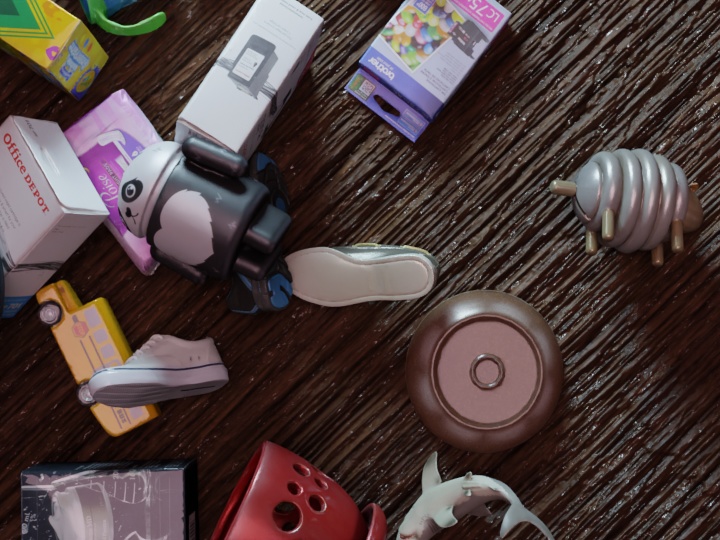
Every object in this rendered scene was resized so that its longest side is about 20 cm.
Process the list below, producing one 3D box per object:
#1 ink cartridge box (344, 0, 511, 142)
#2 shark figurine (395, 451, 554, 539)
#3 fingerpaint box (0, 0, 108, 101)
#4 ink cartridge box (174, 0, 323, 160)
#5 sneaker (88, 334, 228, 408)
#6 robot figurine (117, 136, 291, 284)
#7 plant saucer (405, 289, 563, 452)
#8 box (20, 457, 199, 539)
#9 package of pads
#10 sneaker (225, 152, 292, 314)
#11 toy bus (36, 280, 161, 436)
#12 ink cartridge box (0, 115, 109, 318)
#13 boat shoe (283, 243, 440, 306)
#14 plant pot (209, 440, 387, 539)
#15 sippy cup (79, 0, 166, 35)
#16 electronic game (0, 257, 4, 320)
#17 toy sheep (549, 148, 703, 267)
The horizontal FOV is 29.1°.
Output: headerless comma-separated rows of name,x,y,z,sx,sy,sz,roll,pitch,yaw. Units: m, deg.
ink cartridge box,0.083,-0.274,1.728,0.119,0.042,0.201,38,89,1
shark figurine,0.144,0.286,1.674,0.089,0.213,0.129,37,52,-35
fingerpaint box,-0.398,-0.292,1.642,0.166,0.200,0.074,34,87,2
ink cartridge box,-0.134,-0.214,1.650,0.083,0.145,0.201,31,75,-1
sneaker,-0.246,0.116,1.651,0.073,0.199,0.071,-36,68,34
robot figurine,-0.183,-0.066,1.595,0.198,0.125,0.152,27,87,3
plant saucer,0.155,0.125,1.712,0.197,0.037,0.203,0,87,-2
box,-0.296,0.331,1.655,0.194,0.124,0.203,-2,87,1
package of pads,-0.276,-0.106,1.697,0.120,0.076,0.201,-38,89,-6
sneaker,-0.134,-0.046,1.696,0.081,0.073,0.203,-13,70,33
toy bus,-0.322,0.104,1.692,0.078,0.065,0.202,-26,88,-2
ink cartridge box,-0.411,-0.061,1.634,0.200,0.086,0.147,-41,69,22
boat shoe,0.000,0.003,1.700,0.199,0.060,0.073,1,102,18
plant pot,-0.080,0.329,1.621,0.181,0.200,0.202,29,87,-5
sippy cup,-0.289,-0.384,1.689,0.129,0.140,0.180,-20,113,-12
electronic game,-0.483,0.019,1.605,0.198,0.041,0.203,0,90,33
toy sheep,0.324,-0.083,1.677,0.198,0.138,0.140,10,87,-17
